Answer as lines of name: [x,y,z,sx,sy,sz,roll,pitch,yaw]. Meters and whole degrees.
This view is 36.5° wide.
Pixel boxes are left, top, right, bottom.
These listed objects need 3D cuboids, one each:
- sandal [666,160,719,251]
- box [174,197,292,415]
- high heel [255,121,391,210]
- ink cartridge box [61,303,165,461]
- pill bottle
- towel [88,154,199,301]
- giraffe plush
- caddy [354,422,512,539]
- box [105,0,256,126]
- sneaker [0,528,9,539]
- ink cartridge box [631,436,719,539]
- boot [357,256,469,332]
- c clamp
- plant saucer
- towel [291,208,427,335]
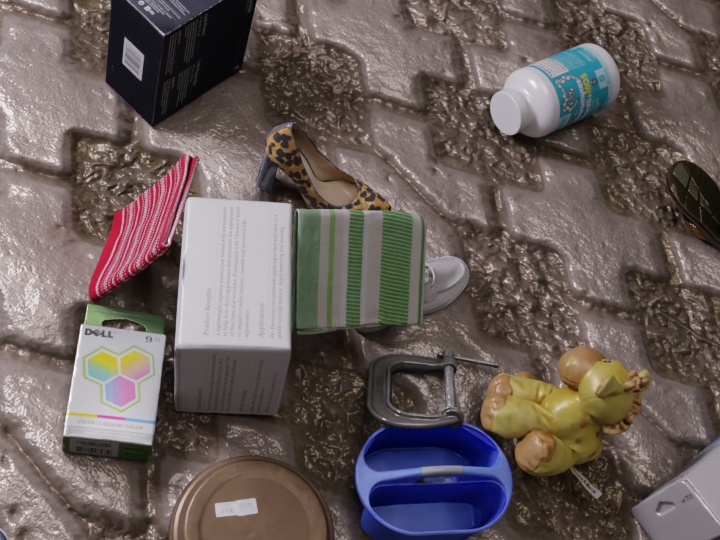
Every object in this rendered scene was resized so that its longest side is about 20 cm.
sandal: [0.542,-0.082,1.704,0.200,0.055,0.082,45,64,-6]
box: [-0.155,0.048,1.324,0.131,0.200,0.199,3,61,-8]
high heel: [-0.040,-0.135,1.502,0.200,0.143,0.071,15,58,-8]
ink cartridge box: [-0.295,0.124,1.328,0.104,0.059,0.200,9,59,-12]
pill bottle: [0.300,-0.275,1.704,0.200,0.111,0.111,-26,71,-26]
towel: [-0.274,-0.051,1.362,0.022,0.200,0.145,30,54,-26]
giraffe plush: [0.276,0.169,1.380,0.200,0.162,0.173,37,27,1]
caddy: [0.085,0.259,1.336,0.200,0.105,0.142,1,62,-16]
box: [-0.249,-0.333,1.521,0.104,0.200,0.182,44,58,11]
sneaker: [-0.442,0.347,1.143,0.075,0.085,0.200,32,57,3]
ink cartridge box: [0.472,0.273,1.420,0.200,0.146,0.086,-31,75,-28]
boot: [0.078,0.017,1.479,0.200,0.096,0.074,-26,71,-27]
c clamp: [0.092,0.148,1.398,0.171,0.027,0.200,10,26,4]
plant saucer: [-0.125,0.311,1.292,0.200,0.029,0.200,7,60,-12]
towel: [0.000,0.000,1.359,0.200,0.023,0.153,-2,98,-36]
